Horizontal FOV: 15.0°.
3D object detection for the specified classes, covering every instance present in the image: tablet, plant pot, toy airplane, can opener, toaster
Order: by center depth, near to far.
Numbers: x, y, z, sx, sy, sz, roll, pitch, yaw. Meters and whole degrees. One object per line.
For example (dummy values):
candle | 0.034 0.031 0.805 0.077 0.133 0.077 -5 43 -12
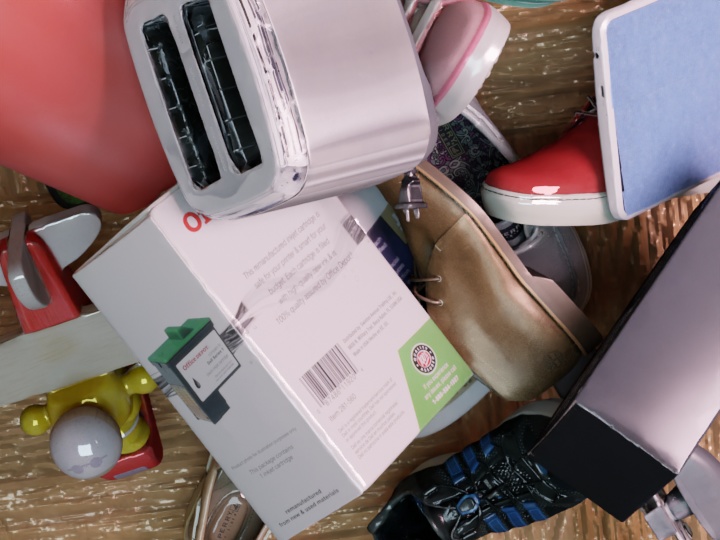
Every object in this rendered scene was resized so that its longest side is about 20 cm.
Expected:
toaster | -0.045 -0.109 1.528 0.113 0.129 0.201 -17 91 45
plant pot | -0.172 -0.138 1.609 0.177 0.201 0.200 36 107 -26
tablet | 0.216 -0.121 1.662 0.200 0.014 0.131 -25 118 -36
toy airplane | -0.174 0.059 1.676 0.199 0.141 0.200 14 135 -28
can opener | 0.172 0.090 1.727 0.067 0.053 0.200 -29 105 9

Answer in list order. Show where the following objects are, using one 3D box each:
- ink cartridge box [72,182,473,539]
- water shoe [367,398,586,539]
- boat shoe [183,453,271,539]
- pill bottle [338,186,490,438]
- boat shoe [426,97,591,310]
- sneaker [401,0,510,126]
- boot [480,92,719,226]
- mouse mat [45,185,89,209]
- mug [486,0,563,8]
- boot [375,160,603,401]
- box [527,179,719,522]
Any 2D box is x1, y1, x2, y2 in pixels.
ink cartridge box | -0.049 0.031 1.585 0.084 0.146 0.200 -35 94 39
water shoe | 0.082 0.145 1.740 0.072 0.079 0.200 53 142 -3
boat shoe | -0.062 0.117 1.781 0.071 0.065 0.201 16 111 -9
pill bottle | 0.000 0.000 1.711 0.111 0.111 0.200 -38 109 12
boat shoe | 0.081 -0.039 1.720 0.070 0.072 0.201 -32 111 10
sneaker | 0.010 -0.143 1.605 0.104 0.200 0.076 30 89 -19
boot | 0.153 -0.109 1.663 0.200 0.072 0.145 -17 117 -36
mouse mat | -0.130 -0.139 1.705 0.199 0.008 0.161 -23 112 5
mug | 0.073 -0.225 1.600 0.184 0.152 0.115 11 113 -11
boot | 0.052 -0.004 1.643 0.075 0.074 0.200 -44 97 -1
box | 0.194 0.037 1.622 0.079 0.141 0.200 34 72 6
